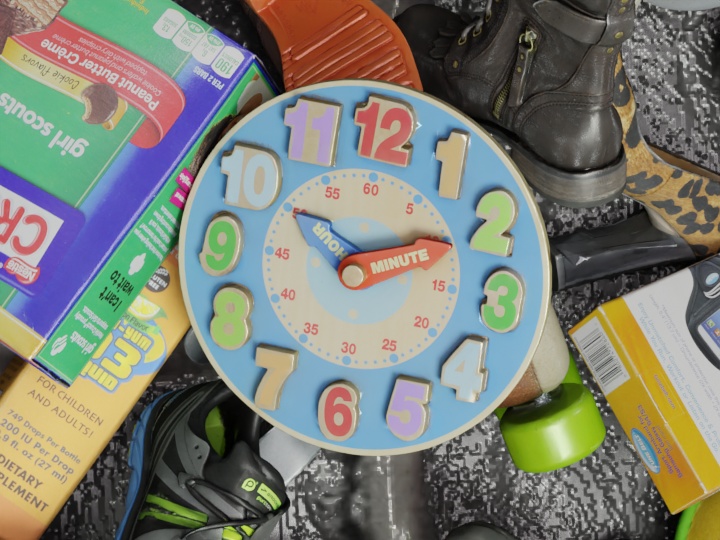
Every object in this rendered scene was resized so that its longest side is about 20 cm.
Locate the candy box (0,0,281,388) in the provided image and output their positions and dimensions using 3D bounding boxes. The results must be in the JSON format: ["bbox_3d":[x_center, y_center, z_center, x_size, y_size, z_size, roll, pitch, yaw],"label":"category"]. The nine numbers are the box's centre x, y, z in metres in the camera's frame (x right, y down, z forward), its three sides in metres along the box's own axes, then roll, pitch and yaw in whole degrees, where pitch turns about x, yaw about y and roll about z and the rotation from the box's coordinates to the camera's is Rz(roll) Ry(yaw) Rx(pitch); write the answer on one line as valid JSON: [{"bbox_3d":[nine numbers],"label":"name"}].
[{"bbox_3d":[-0.169,-0.066,1.368,0.169,0.077,0.200,33,85,20],"label":"candy box"}]

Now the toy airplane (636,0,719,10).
[{"bbox_3d":[0.148,-0.188,1.398,0.200,0.199,0.141,28,100,-10],"label":"toy airplane"}]

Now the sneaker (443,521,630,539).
[{"bbox_3d":[0.118,0.181,1.442,0.200,0.076,0.116,52,46,-30],"label":"sneaker"}]

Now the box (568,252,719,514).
[{"bbox_3d":[0.223,0.048,1.445,0.200,0.041,0.119,-20,76,-38],"label":"box"}]

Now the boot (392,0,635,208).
[{"bbox_3d":[0.084,-0.144,1.310,0.069,0.200,0.174,-25,134,-28],"label":"boot"}]

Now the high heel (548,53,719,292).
[{"bbox_3d":[0.170,-0.084,1.429,0.142,0.071,0.200,-14,130,-15],"label":"high heel"}]

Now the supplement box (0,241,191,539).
[{"bbox_3d":[-0.156,0.057,1.410,0.067,0.069,0.200,35,82,-11],"label":"supplement box"}]

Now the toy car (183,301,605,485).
[{"bbox_3d":[0.010,0.042,1.407,0.200,0.158,0.165,-22,105,2],"label":"toy car"}]

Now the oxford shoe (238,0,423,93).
[{"bbox_3d":[-0.013,-0.116,1.393,0.071,0.073,0.200,-27,66,-2],"label":"oxford shoe"}]

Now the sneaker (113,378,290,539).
[{"bbox_3d":[-0.080,0.133,1.331,0.083,0.200,0.071,-30,130,28],"label":"sneaker"}]

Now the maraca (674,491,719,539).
[{"bbox_3d":[0.249,0.197,1.463,0.137,0.107,0.200,-14,92,-11],"label":"maraca"}]

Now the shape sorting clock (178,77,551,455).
[{"bbox_3d":[0.000,0.000,1.318,0.200,0.039,0.200,3,100,15],"label":"shape sorting clock"}]
